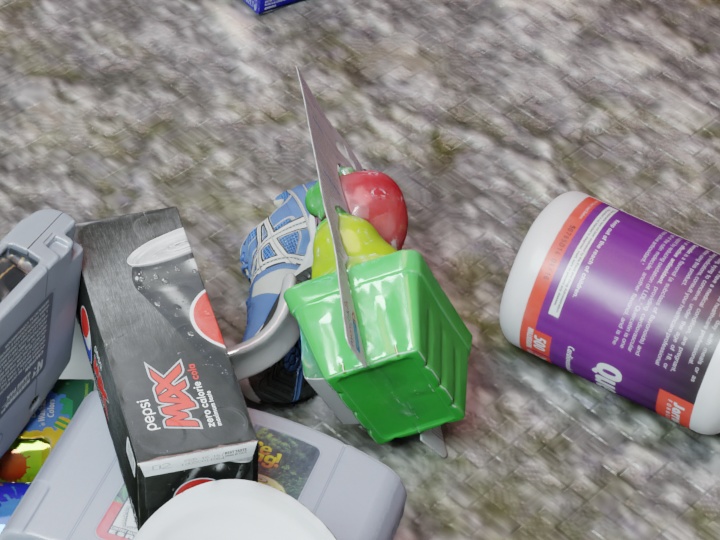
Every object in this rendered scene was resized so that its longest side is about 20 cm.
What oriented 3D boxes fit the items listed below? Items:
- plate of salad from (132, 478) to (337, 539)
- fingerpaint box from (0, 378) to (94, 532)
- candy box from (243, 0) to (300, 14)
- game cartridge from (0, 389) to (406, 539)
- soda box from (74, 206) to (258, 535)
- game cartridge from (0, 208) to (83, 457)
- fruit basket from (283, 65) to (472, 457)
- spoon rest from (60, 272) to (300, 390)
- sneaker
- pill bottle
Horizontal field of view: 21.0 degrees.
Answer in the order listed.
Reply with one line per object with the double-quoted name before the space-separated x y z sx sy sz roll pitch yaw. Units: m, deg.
"plate of salad" -0.058 0.205 0.968 0.048 0.201 0.200 6 32 -50
"fingerpaint box" -0.236 0.154 1.111 0.165 0.074 0.201 2 43 -7
"candy box" -0.094 -0.337 1.560 0.077 0.201 0.169 -23 51 -29
"game cartridge" -0.082 0.131 1.072 0.199 0.041 0.133 14 39 12
"soda box" -0.112 0.053 1.085 0.070 0.064 0.201 -10 43 -14
"game cartridge" -0.218 0.071 1.048 0.041 0.134 0.200 29 45 8
"fruit basket" 0.000 0.000 1.219 0.093 0.185 0.201 -23 58 8
"spoon rest" -0.134 0.043 1.203 0.198 0.100 0.061 -7 48 9
"sneaker" -0.045 0.014 1.303 0.077 0.076 0.201 -4 39 27
"pill bottle" 0.199 0.034 1.273 0.199 0.113 0.113 26 46 18
